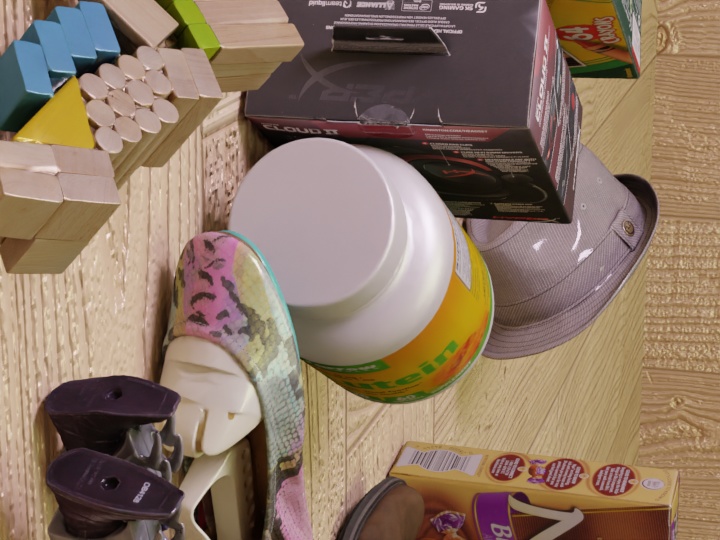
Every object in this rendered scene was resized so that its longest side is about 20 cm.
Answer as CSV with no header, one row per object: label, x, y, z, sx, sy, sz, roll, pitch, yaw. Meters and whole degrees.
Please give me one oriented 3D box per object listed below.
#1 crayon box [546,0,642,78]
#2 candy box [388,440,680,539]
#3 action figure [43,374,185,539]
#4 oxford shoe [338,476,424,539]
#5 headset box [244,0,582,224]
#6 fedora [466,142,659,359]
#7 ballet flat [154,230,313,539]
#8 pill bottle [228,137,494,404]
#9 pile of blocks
crayon box,0.059,-0.157,0.994,0.200,0.171,0.059,37,55,-72
candy box,0.122,0.191,1.274,0.057,0.198,0.118,-56,146,-63
action figure,-0.088,0.144,0.730,0.131,0.069,0.201,-75,165,-51
oxford shoe,0.020,0.210,1.124,0.201,0.084,0.073,-72,158,-47
headset box,0.033,-0.088,0.962,0.200,0.147,0.076,44,51,-70
fedora,0.144,-0.031,1.450,0.090,0.176,0.200,52,57,-22
ballet flat,-0.062,0.081,0.833,0.071,0.069,0.201,-41,137,-42
pill bottle,0.000,0.000,0.934,0.200,0.110,0.112,43,53,-71
pile of blocks,-0.099,-0.065,0.675,0.062,0.082,0.200,-43,-176,38
